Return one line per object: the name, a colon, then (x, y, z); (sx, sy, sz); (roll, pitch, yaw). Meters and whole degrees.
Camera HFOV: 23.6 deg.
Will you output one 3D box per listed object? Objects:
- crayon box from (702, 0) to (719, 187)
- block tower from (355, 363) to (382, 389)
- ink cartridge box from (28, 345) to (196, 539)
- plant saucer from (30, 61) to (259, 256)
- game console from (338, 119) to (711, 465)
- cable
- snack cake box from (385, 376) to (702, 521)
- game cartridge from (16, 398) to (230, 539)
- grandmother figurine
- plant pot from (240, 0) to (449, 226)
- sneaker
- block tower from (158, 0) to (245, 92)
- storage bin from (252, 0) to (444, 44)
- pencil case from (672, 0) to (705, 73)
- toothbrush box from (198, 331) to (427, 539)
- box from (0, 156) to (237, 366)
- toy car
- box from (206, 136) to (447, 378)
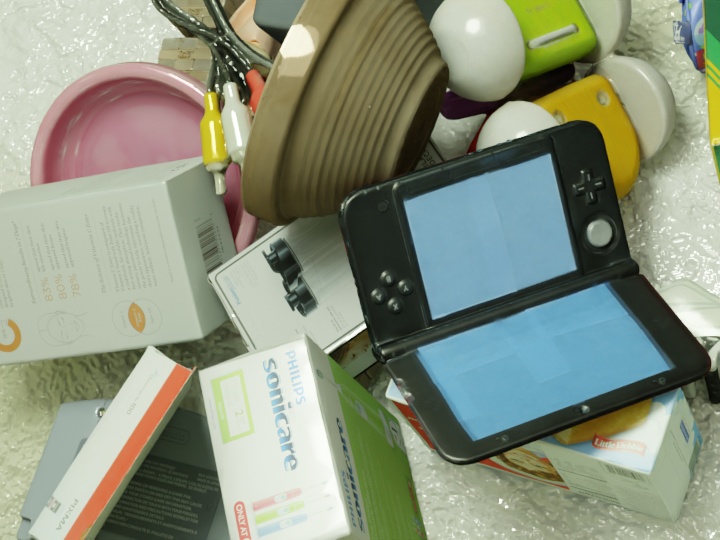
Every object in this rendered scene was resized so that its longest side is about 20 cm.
crayon box: (0.275, -0.078, 1.163); (0.058, 0.200, 0.173); (-8, 46, 17)
block tower: (0.005, 0.023, 1.329); (0.058, 0.054, 0.201); (23, 77, 28)
ink cartridge box: (-0.179, 0.130, 1.235); (0.057, 0.200, 0.163); (32, 80, 3)
plant saucer: (-0.168, -0.070, 1.390); (0.199, 0.051, 0.202); (5, 107, 17)
game console: (0.108, 0.008, 1.143); (0.199, 0.119, 0.173); (-18, 103, -15)
cable: (-0.101, -0.162, 1.305); (0.097, 0.050, 0.201); (-26, 80, 18)
snack cake box: (0.130, 0.104, 1.213); (0.199, 0.115, 0.068); (14, 73, 24)
game cartridge: (-0.161, 0.171, 1.339); (0.199, 0.040, 0.134); (12, 76, 24)
grandmother figurine: (-0.066, -0.233, 1.434); (0.060, 0.121, 0.201); (22, 51, -2)
plant pot: (0.001, -0.114, 1.200); (0.092, 0.201, 0.202); (24, 77, 9)
sneaker: (0.204, 0.046, 1.241); (0.199, 0.075, 0.081); (5, 62, 13)
block tower: (-0.132, -0.194, 1.464); (0.054, 0.058, 0.201); (2, 70, 22)
storage bin: (0.006, -0.226, 1.365); (0.145, 0.200, 0.135); (12, 83, 26)
pencil case: (0.332, -0.206, 1.288); (0.199, 0.087, 0.078); (-12, 40, 15)
toothbrush box: (-0.025, 0.152, 1.202); (0.086, 0.200, 0.146); (-19, 63, 11)
box: (-0.205, -0.006, 1.341); (0.199, 0.097, 0.125); (-8, 103, 21)
toy car: (0.125, -0.133, 1.298); (0.175, 0.150, 0.201); (-25, 91, -36)
box: (0.000, 0.000, 1.275); (0.200, 0.060, 0.117); (-36, 61, 2)
